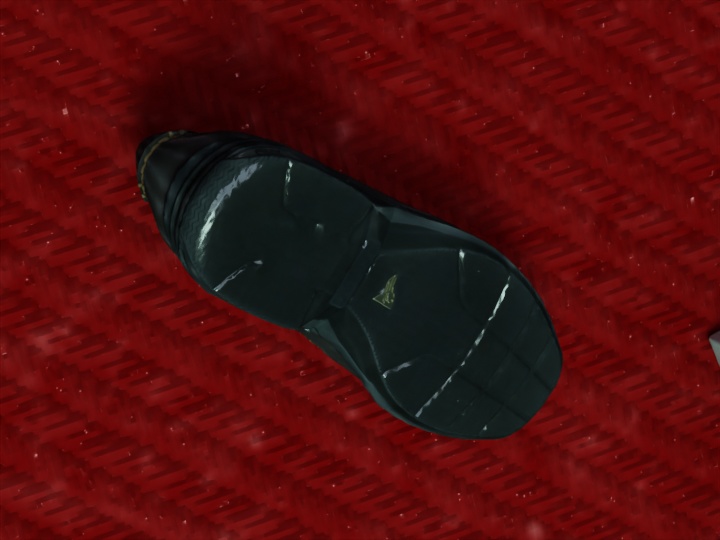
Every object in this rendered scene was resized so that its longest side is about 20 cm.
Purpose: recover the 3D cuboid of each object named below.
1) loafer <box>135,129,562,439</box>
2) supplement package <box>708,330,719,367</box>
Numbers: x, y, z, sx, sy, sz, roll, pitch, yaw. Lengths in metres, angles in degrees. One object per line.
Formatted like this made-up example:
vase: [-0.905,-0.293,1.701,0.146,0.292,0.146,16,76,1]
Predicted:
loafer: [0.000,0.000,0.828,0.200,0.072,0.073,37,91,-40]
supplement package: [0.255,0.057,0.847,0.155,0.200,0.111,-26,106,-11]
